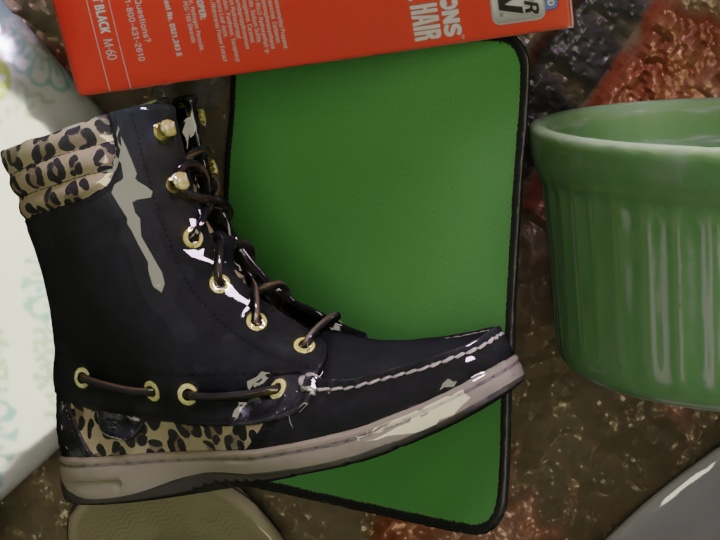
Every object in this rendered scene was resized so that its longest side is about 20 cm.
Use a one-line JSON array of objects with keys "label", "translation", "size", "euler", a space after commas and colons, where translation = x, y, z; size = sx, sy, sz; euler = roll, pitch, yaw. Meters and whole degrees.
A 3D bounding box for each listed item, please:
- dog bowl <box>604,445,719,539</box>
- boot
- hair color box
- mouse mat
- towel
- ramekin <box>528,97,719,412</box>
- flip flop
[{"label": "dog bowl", "translation": [0.165, 0.131, 0.729], "size": [0.200, 0.200, 0.079], "euler": [-38, 94, 2]}, {"label": "boot", "translation": [-0.047, 0.003, 0.727], "size": [0.202, 0.073, 0.155], "euler": [-13, 92, 23]}, {"label": "hair color box", "translation": [-0.018, -0.133, 0.748], "size": [0.198, 0.111, 0.064], "euler": [-8, 122, 7]}, {"label": "mouse mat", "translation": [0.000, 0.000, 0.771], "size": [0.160, 0.007, 0.202], "euler": [7, 95, 38]}, {"label": "towel", "translation": [-0.179, 0.006, 0.804], "size": [0.200, 0.048, 0.171], "euler": [-41, 95, 2]}, {"label": "ramekin", "translation": [0.166, -0.011, 0.728], "size": [0.198, 0.200, 0.099], "euler": [-1, 100, 1]}, {"label": "flip flop", "translation": [-0.050, 0.168, 0.803], "size": [0.081, 0.058, 0.201], "euler": [-36, 94, 5]}]
